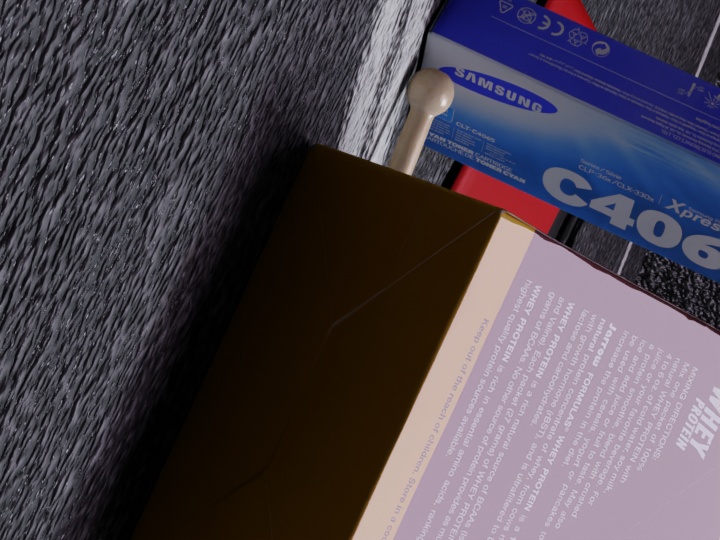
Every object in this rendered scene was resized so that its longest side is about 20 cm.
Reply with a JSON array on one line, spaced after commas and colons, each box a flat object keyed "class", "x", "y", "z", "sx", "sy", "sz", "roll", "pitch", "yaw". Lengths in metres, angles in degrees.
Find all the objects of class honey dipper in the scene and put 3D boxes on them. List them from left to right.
[{"class": "honey dipper", "x": 0.000, "y": 0.000, "z": 1.391, "sx": 0.038, "sy": 0.038, "sz": 0.201, "roll": 16, "pitch": 96, "yaw": -82}]

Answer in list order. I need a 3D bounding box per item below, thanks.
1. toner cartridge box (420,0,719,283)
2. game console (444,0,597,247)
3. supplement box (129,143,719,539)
[{"class": "toner cartridge box", "x": 0.124, "y": -0.061, "z": 1.418, "sx": 0.043, "sy": 0.199, "sz": 0.095, "roll": -60, "pitch": 170, "yaw": -29}, {"class": "game console", "x": 0.075, "y": -0.051, "z": 1.789, "sx": 0.172, "sy": 0.119, "sz": 0.200, "roll": -15, "pitch": -138, "yaw": 59}, {"class": "supplement box", "x": 0.046, "y": 0.086, "z": 1.229, "sx": 0.133, "sy": 0.200, "sz": 0.198, "roll": 22, "pitch": -93, "yaw": 53}]
